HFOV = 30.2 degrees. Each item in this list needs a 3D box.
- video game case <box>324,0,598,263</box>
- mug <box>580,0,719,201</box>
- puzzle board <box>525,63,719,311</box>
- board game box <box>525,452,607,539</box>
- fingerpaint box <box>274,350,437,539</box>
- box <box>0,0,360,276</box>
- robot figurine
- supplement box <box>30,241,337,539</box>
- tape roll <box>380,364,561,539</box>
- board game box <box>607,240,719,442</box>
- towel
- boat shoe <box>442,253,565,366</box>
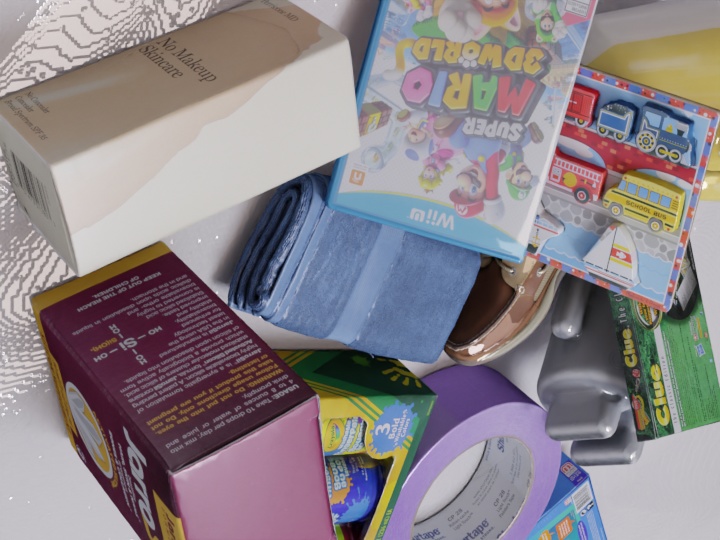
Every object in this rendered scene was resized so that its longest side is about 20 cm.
[{"bbox_3d":[0.069,-0.121,0.889,0.141,0.018,0.203,15,95,-10],"label":"video game case"},{"bbox_3d":[0.213,-0.129,0.984,0.151,0.186,0.152,-5,96,-27],"label":"mug"},{"bbox_3d":[0.143,-0.071,0.942,0.017,0.198,0.153,-31,137,-49],"label":"puzzle board"},{"bbox_3d":[0.149,0.291,1.292,0.199,0.045,0.153,-38,136,-15],"label":"board game box"},{"bbox_3d":[-0.050,0.166,1.021,0.165,0.073,0.203,3,114,-41],"label":"fingerpaint box"},{"bbox_3d":[-0.106,-0.086,0.796,0.198,0.095,0.079,-28,132,-25],"label":"box"},{"bbox_3d":[0.216,0.064,1.120,0.170,0.112,0.202,46,52,-36],"label":"robot figurine"},{"bbox_3d":[-0.111,0.095,0.832,0.102,0.200,0.133,-25,130,-25],"label":"supplement box"},{"bbox_3d":[0.079,0.184,1.148,0.198,0.066,0.203,-21,129,-28],"label":"tape roll"},{"bbox_3d":[0.235,0.026,1.053,0.104,0.023,0.204,-4,81,-46],"label":"board game box"},{"bbox_3d":[0.000,0.000,0.973,0.199,0.048,0.113,20,101,-44],"label":"towel"},{"bbox_3d":[0.126,-0.015,1.057,0.201,0.075,0.072,-51,134,-14],"label":"boat shoe"}]
